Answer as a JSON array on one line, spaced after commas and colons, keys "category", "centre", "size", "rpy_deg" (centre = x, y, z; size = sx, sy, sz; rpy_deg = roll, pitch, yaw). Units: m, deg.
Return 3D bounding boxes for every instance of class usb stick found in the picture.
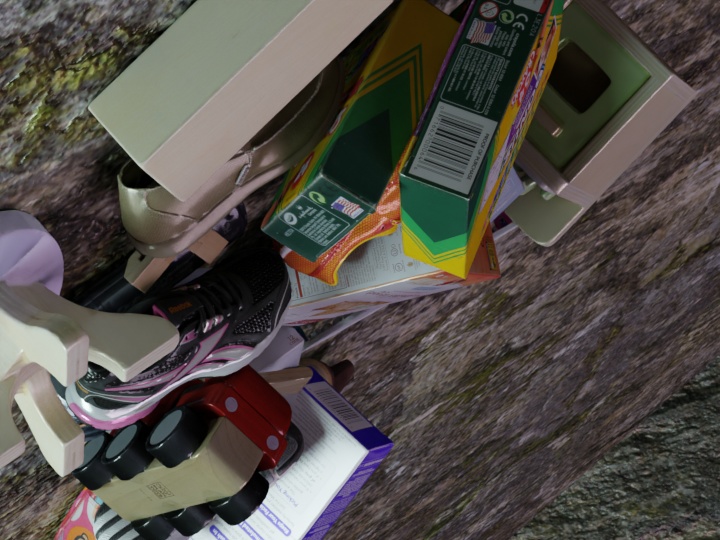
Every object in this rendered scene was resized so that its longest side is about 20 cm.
[{"category": "usb stick", "centre": [-0.170, 0.008, 1.590], "size": [0.200, 0.033, 0.055], "rpy_deg": [-37, 155, -17]}]

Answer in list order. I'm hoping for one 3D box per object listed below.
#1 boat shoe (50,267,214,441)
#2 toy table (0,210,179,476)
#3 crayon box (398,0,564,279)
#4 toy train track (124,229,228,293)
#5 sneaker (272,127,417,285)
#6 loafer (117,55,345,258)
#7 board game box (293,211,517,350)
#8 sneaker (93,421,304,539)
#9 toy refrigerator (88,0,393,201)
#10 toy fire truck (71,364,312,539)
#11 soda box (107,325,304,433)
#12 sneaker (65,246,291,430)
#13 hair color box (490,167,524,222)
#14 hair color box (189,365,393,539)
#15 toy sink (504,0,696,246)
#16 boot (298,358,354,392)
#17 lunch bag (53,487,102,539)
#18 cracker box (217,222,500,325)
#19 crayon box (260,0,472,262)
[{"category": "boat shoe", "centre": [-0.177, 0.068, 1.668], "size": [0.200, 0.071, 0.091], "rpy_deg": [-29, 166, -32]}, {"category": "toy table", "centre": [-0.230, 0.058, 1.435], "size": [0.184, 0.117, 0.200], "rpy_deg": [-39, 161, -15]}, {"category": "crayon box", "centre": [0.091, -0.116, 1.523], "size": [0.173, 0.058, 0.200], "rpy_deg": [81, 31, -71]}, {"category": "toy train track", "centre": [-0.110, -0.071, 1.547], "size": [0.200, 0.033, 0.115], "rpy_deg": [-49, 154, -1]}, {"category": "sneaker", "centre": [0.014, -0.075, 1.629], "size": [0.077, 0.073, 0.200], "rpy_deg": [31, 114, -27]}, {"category": "loafer", "centre": [-0.091, -0.094, 1.451], "size": [0.200, 0.076, 0.067], "rpy_deg": [-48, 145, -12]}, {"category": "board game box", "centre": [0.037, 0.009, 1.943], "size": [0.200, 0.026, 0.200], "rpy_deg": [-28, 177, -40]}, {"category": "sneaker", "centre": [-0.143, 0.197, 1.817], "size": [0.200, 0.075, 0.116], "rpy_deg": [-26, 159, -18]}, {"category": "toy refrigerator", "centre": [-0.079, -0.147, 1.377], "size": [0.200, 0.070, 0.076], "rpy_deg": [-45, 155, 2]}, {"category": "toy fire truck", "centre": [-0.109, 0.119, 1.695], "size": [0.176, 0.129, 0.200], "rpy_deg": [-21, -149, 49]}, {"category": "soda box", "centre": [-0.146, 0.106, 1.813], "size": [0.200, 0.064, 0.068], "rpy_deg": [-35, 161, -26]}, {"category": "sneaker", "centre": [-0.131, 0.044, 1.570], "size": [0.200, 0.080, 0.086], "rpy_deg": [-39, 163, -24]}, {"category": "hair color box", "centre": [0.072, -0.107, 1.736], "size": [0.061, 0.099, 0.200], "rpy_deg": [-43, 162, 1]}, {"category": "hair color box", "centre": [-0.074, 0.197, 1.873], "size": [0.200, 0.109, 0.065], "rpy_deg": [-52, 162, 16]}, {"category": "toy sink", "centre": [0.175, -0.136, 1.844], "size": [0.200, 0.130, 0.112], "rpy_deg": [-46, 162, 12]}, {"category": "boot", "centre": [-0.056, 0.118, 2.027], "size": [0.200, 0.072, 0.166], "rpy_deg": [-45, 174, 40]}, {"category": "lunch bag", "centre": [-0.204, 0.242, 1.965], "size": [0.176, 0.082, 0.200], "rpy_deg": [-20, 150, -52]}, {"category": "cracker box", "centre": [0.000, 0.000, 1.737], "size": [0.200, 0.058, 0.134], "rpy_deg": [-13, 173, 23]}, {"category": "crayon box", "centre": [0.007, -0.116, 1.516], "size": [0.200, 0.051, 0.127], "rpy_deg": [-64, -168, -26]}]
